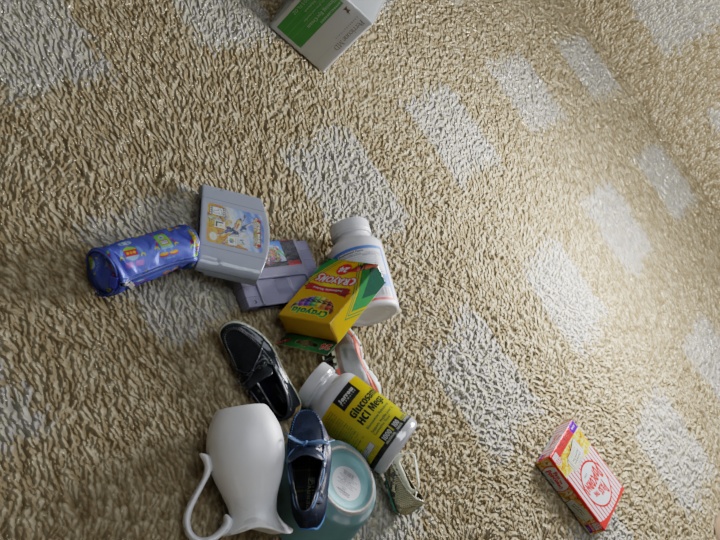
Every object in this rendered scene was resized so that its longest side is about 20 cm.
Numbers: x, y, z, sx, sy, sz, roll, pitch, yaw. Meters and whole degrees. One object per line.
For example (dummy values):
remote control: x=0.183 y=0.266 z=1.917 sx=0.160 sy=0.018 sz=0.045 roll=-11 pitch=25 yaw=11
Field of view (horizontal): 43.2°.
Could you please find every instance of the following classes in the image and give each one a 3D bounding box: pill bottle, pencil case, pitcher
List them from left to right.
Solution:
pencil case: x=-0.353 y=-0.018 z=1.496 sx=0.087 sy=0.078 sz=0.200 roll=40 pitch=36 yaw=22
pitcher: x=-0.196 y=0.314 z=1.402 sx=0.171 sy=0.121 sz=0.201 roll=0 pitch=75 yaw=-30
pill bottle: x=-0.010 y=0.252 z=1.587 sx=0.200 sy=0.113 sz=0.112 roll=35 pitch=39 yaw=10
pill bottle: x=0.000 y=0.000 z=1.801 sx=0.112 sy=0.112 sz=0.201 roll=7 pitch=58 yaw=-41

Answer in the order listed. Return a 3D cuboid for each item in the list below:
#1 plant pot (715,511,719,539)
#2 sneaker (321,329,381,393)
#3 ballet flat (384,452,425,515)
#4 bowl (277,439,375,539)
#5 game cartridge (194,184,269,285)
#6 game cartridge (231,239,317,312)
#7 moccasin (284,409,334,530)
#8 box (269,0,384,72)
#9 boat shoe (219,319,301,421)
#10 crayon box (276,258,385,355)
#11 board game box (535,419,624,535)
plant pot: x=0.996 y=0.691 z=2.295 sx=0.200 sy=0.093 sz=0.202 roll=25 pitch=48 yaw=-31
sneaker: x=-0.038 y=0.172 z=1.675 sx=0.082 sy=0.077 sz=0.200 roll=-31 pitch=86 yaw=-43
ballet flat: x=0.062 y=0.340 z=1.650 sx=0.201 sy=0.075 sz=0.068 roll=64 pitch=18 yaw=13
bowl: x=-0.053 y=0.361 z=1.505 sx=0.200 sy=0.105 sz=0.202 roll=24 pitch=48 yaw=-30
game cartridge: x=-0.231 y=-0.067 z=1.647 sx=0.133 sy=0.042 sz=0.201 roll=10 pitch=48 yaw=-18
game cartridge: x=-0.159 y=0.006 z=1.705 sx=0.199 sy=0.038 sz=0.130 roll=-7 pitch=72 yaw=-46
moccasin: x=-0.076 y=0.300 z=1.414 sx=0.080 sy=0.068 sz=0.201 roll=-10 pitch=51 yaw=-1
box: x=-0.067 y=-0.613 z=2.095 sx=0.171 sy=0.199 sz=0.200 roll=37 pitch=44 yaw=-19
boat shoe: x=-0.172 y=0.171 z=1.541 sx=0.200 sy=0.074 sz=0.062 roll=57 pitch=15 yaw=-4
crayon box: x=-0.059 y=0.062 z=1.655 sx=0.200 sy=0.127 sz=0.051 roll=-51 pitch=133 yaw=-35
board game box: x=0.485 y=0.454 z=2.002 sx=0.200 sy=0.046 sz=0.151 roll=52 pitch=40 yaw=-2
